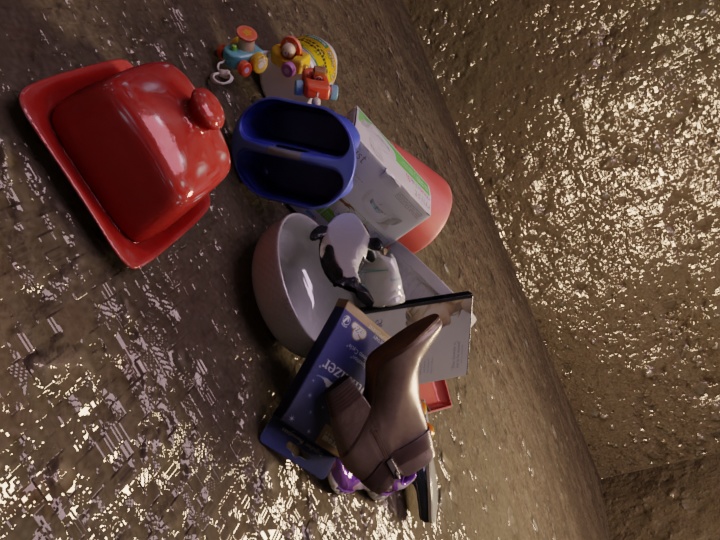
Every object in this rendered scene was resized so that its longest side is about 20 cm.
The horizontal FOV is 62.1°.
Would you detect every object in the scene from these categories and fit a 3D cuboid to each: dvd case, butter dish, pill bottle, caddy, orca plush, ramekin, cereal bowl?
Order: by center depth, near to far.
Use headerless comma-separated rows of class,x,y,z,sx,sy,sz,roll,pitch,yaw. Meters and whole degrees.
butter dish,-0.208,-0.142,0.632,0.203,0.144,0.201,62,23,-18
orca plush,-0.017,-0.004,0.838,0.201,0.102,0.073,-118,-148,-53
cereal bowl,-0.089,0.030,0.841,0.201,0.081,0.204,50,29,-40
caddy,-0.092,-0.170,0.870,0.105,0.194,0.146,-28,130,-70
dvd case,0.085,0.114,0.936,0.018,0.194,0.147,-134,-140,-62
ramekin,0.097,0.056,1.042,0.200,0.105,0.200,44,1,-1
pill bottle,-0.105,-0.372,1.109,0.115,0.110,0.201,61,24,-18

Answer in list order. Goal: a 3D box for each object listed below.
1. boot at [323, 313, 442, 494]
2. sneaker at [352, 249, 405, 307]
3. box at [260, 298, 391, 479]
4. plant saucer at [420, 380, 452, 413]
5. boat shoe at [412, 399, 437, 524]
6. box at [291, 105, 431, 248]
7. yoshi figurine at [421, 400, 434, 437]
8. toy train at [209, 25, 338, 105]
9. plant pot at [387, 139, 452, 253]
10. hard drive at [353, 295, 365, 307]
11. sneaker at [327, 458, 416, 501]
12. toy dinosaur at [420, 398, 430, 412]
boot,0.052,0.170,0.746,0.149,0.197,0.070,57,-6,-6
sneaker,0.000,0.000,0.943,0.069,0.198,0.083,-13,105,-36
box,-0.031,0.156,0.765,0.121,0.032,0.203,39,73,-29
plant saucer,0.120,0.195,1.246,0.199,0.036,0.206,14,58,-63
boat shoe,0.096,0.330,1.038,0.075,0.060,0.207,47,36,-73
box,-0.006,-0.134,1.009,0.199,0.175,0.098,41,32,-27
yoshi figurine,0.002,0.203,0.854,0.197,0.112,0.114,32,59,-20
toy train,-0.130,-0.323,0.924,0.153,0.193,0.057,-97,-162,-46
plant pot,0.071,-0.164,1.261,0.176,0.197,0.205,38,37,-37
hard drive,-0.010,0.003,1.121,0.202,0.025,0.133,57,25,-27
sneaker,0.020,0.283,0.874,0.199,0.086,0.083,37,39,-50
toy dinosaur,0.033,0.195,1.008,0.179,0.107,0.200,-11,49,-47
